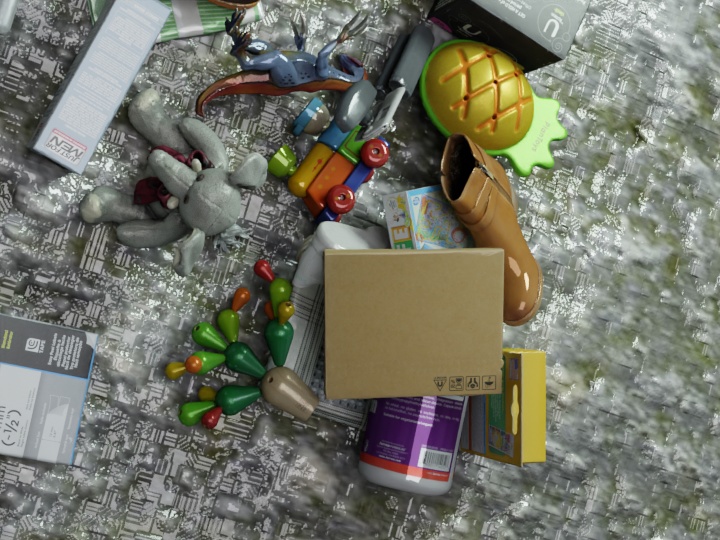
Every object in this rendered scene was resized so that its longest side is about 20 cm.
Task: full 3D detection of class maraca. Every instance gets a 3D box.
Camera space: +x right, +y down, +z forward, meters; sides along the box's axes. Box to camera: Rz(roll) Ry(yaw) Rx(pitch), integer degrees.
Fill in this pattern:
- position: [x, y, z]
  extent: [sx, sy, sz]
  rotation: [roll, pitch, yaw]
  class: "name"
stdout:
- position: [0.160, -0.197, 1.480]
  extent: [0.199, 0.107, 0.138]
  rotation: [31, 72, -10]
  class: "maraca"

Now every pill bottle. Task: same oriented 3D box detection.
- position: [0.068, 0.151, 1.417]
  extent: [0.111, 0.112, 0.203]
  rotation: [13, 86, -19]
  class: "pill bottle"

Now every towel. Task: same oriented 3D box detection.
- position: [-0.006, 0.080, 1.457]
  extent: [0.191, 0.034, 0.202]
  rotation: [22, 81, -18]
  class: "towel"
- position: [-0.216, -0.341, 1.395]
  extent: [0.198, 0.023, 0.155]
  rotation: [-13, 94, -20]
  class: "towel"

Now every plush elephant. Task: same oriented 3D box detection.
- position: [-0.189, -0.086, 1.329]
  extent: [0.199, 0.155, 0.166]
  rotation: [36, 78, -15]
  class: "plush elephant"

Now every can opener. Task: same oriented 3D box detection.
- position: [0.034, -0.221, 1.417]
  extent: [0.067, 0.052, 0.201]
  rotation: [50, 45, -23]
  class: "can opener"

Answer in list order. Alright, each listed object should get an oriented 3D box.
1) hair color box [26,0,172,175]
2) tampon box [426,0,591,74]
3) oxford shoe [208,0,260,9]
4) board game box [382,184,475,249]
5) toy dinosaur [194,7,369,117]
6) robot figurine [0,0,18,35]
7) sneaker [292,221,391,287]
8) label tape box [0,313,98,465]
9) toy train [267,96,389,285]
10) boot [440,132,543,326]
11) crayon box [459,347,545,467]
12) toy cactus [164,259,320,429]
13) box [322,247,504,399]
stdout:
- position: [-0.282, -0.205, 1.317]
  extent: [0.060, 0.099, 0.202]
  rotation: [30, 86, -19]
  class: "hair color box"
- position: [0.201, -0.367, 1.492]
  extent: [0.149, 0.126, 0.202]
  rotation: [28, 81, -16]
  class: "tampon box"
- position: [-0.195, -0.336, 1.352]
  extent: [0.197, 0.073, 0.072]
  rotation: [3, 91, -19]
  class: "oxford shoe"
- position: [0.098, -0.033, 1.435]
  extent: [0.199, 0.034, 0.136]
  rotation: [-15, 95, -59]
  class: "board game box"
- position: [-0.078, -0.232, 1.414]
  extent: [0.181, 0.105, 0.201]
  rotation: [31, 99, -34]
  class: "toy dinosaur"
- position: [-0.437, -0.298, 1.266]
  extent: [0.168, 0.113, 0.203]
  rotation: [11, 85, -24]
  class: "robot figurine"
- position: [0.000, 0.000, 1.413]
  extent: [0.199, 0.075, 0.089]
  rotation: [13, 122, -46]
  class: "sneaker"
- position: [-0.392, 0.117, 1.301]
  extent: [0.198, 0.066, 0.145]
  rotation: [14, 84, -21]
  class: "label tape box"
- position: [-0.064, -0.096, 1.413]
  extent: [0.115, 0.085, 0.201]
  rotation: [38, 72, -4]
  class: "toy train"
- position: [0.148, -0.049, 1.401]
  extent: [0.155, 0.076, 0.202]
  rotation: [40, 44, -55]
  class: "boot"
- position: [0.163, 0.154, 1.429]
  extent: [0.051, 0.200, 0.128]
  rotation: [1, 89, -19]
  class: "crayon box"
- position: [-0.116, 0.106, 1.375]
  extent: [0.164, 0.102, 0.201]
  rotation: [36, 77, -3]
  class: "toy cactus"
- position: [0.058, 0.057, 1.334]
  extent: [0.197, 0.021, 0.166]
  rotation: [-1, 101, -5]
  class: "box"
